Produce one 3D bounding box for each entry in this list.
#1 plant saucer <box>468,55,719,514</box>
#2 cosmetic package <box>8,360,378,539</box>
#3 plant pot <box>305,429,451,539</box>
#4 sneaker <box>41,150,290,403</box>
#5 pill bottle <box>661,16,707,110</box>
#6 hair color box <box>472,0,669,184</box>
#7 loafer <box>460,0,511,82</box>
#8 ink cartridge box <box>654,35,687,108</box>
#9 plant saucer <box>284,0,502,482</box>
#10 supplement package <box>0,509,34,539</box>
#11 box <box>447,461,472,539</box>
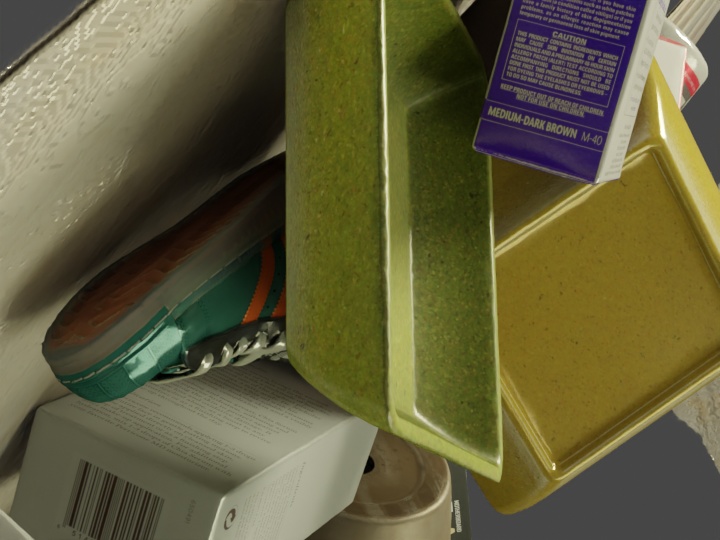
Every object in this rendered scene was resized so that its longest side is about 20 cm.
[{"bbox_3d":[0.119,0.016,0.782,0.200,0.200,0.048,-34,-156,-3],"label":"plant saucer"},{"bbox_3d":[-0.073,0.094,0.733,0.200,0.101,0.071,-21,131,-66],"label":"cosmetic package"},{"bbox_3d":[-0.024,0.182,0.911,0.200,0.200,0.174,-38,150,-54],"label":"plant pot"},{"bbox_3d":[-0.046,0.012,0.609,0.071,0.080,0.200,-14,-163,37],"label":"sneaker"},{"bbox_3d":[0.170,-0.112,1.159,0.200,0.111,0.111,-51,171,-1],"label":"pill bottle"},{"bbox_3d":[0.113,-0.143,0.671,0.109,0.065,0.200,-17,125,-75],"label":"hair color box"},{"bbox_3d":[0.071,-0.106,0.794,0.071,0.073,0.200,0,127,-27],"label":"loafer"},{"bbox_3d":[0.116,-0.052,0.917,0.200,0.085,0.146,146,-44,-69],"label":"ink cartridge box"},{"bbox_3d":[0.013,-0.021,0.596,0.200,0.048,0.200,38,49,-69],"label":"plant saucer"},{"bbox_3d":[-0.134,0.169,0.482,0.151,0.200,0.152,-47,171,-18],"label":"supplement package"},{"bbox_3d":[0.002,0.174,1.089,0.043,0.161,0.200,-5,179,-35],"label":"box"}]
